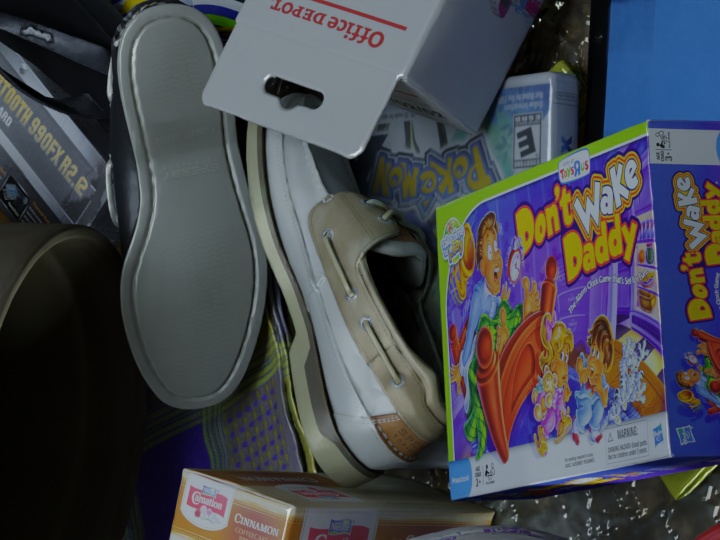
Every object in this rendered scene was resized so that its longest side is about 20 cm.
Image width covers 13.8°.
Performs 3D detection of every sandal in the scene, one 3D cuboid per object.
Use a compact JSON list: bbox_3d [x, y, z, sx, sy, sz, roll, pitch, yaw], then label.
[{"bbox_3d":[-0.142,-0.103,1.508,0.200,0.043,0.076,38,146,-1],"label":"sandal"}]

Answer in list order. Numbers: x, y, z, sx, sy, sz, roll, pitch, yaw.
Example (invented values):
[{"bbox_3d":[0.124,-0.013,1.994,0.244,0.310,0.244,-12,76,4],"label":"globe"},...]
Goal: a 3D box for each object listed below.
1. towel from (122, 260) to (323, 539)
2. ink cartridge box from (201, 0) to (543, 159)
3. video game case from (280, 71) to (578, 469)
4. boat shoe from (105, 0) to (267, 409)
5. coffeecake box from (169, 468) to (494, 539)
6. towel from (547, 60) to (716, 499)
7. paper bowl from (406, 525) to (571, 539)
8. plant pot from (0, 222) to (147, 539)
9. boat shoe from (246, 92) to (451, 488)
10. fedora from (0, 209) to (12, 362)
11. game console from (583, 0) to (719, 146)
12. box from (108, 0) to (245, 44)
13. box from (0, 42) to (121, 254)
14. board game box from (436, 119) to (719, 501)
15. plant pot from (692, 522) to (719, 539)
[{"bbox_3d":[-0.089,0.084,1.517,0.200,0.023,0.144,-26,68,44],"label":"towel"},{"bbox_3d":[0.023,-0.141,1.395,0.115,0.068,0.200,22,82,42],"label":"ink cartridge box"},{"bbox_3d":[0.026,0.004,1.429,0.200,0.022,0.183,-4,83,47],"label":"video game case"},{"bbox_3d":[-0.091,-0.034,1.463,0.060,0.074,0.200,-140,41,-76],"label":"boat shoe"},{"bbox_3d":[-0.028,0.198,1.384,0.073,0.153,0.200,16,95,39],"label":"coffeecake box"},{"bbox_3d":[0.121,0.002,1.369,0.086,0.018,0.200,-50,57,29],"label":"towel"},{"bbox_3d":[0.057,0.212,1.305,0.104,0.200,0.201,-140,62,-80],"label":"paper bowl"},{"bbox_3d":[-0.221,0.069,1.454,0.173,0.200,0.201,6,90,19],"label":"plant pot"},{"bbox_3d":[0.000,0.000,1.398,0.068,0.075,0.200,-25,65,23],"label":"boat shoe"},{"bbox_3d":[-0.261,0.007,1.562,0.201,0.200,0.082,-51,15,24],"label":"fedora"},{"bbox_3d":[0.138,-0.050,1.275,0.118,0.171,0.201,2,88,14],"label":"game console"},{"bbox_3d":[-0.085,-0.150,1.522,0.200,0.070,0.064,4,90,40],"label":"box"},{"bbox_3d":[-0.203,-0.049,1.626,0.200,0.048,0.159,49,116,32],"label":"box"},{"bbox_3d":[0.096,0.022,1.256,0.200,0.045,0.135,158,111,-65],"label":"board game box"},{"bbox_3d":[0.219,0.190,1.157,0.200,0.182,0.201,-4,83,39],"label":"plant pot"}]
